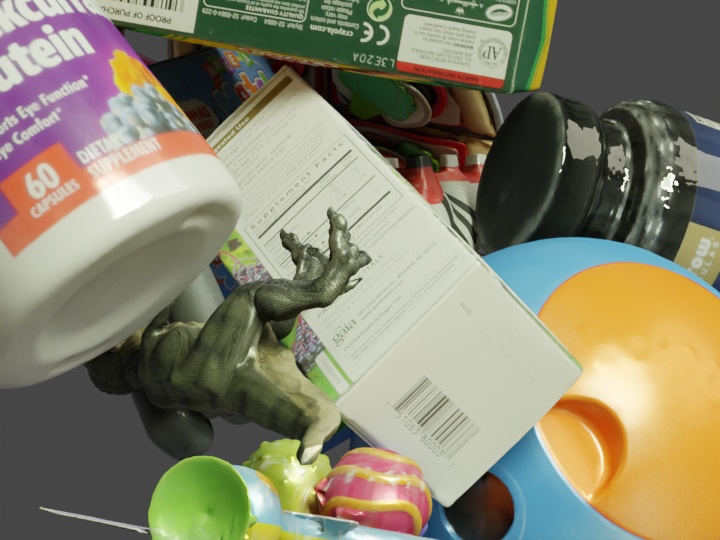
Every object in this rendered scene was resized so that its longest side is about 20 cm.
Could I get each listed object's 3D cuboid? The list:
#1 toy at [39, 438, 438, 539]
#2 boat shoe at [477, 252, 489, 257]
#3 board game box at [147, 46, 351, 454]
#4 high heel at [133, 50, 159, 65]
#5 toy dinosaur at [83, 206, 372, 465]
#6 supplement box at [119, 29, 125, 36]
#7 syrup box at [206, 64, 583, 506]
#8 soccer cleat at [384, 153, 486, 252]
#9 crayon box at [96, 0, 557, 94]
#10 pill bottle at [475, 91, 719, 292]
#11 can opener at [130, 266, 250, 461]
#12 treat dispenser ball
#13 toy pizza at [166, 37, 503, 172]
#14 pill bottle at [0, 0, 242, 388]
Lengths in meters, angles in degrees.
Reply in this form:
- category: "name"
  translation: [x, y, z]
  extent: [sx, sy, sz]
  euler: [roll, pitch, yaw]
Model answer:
- category: "toy"
  translation: [-0.012, 0.084, 0.699]
  extent: [0.115, 0.047, 0.200]
  euler: [7, -5, 23]
- category: "boat shoe"
  translation: [0.093, 0.015, 1.099]
  extent: [0.074, 0.200, 0.060]
  euler: [41, 58, -52]
- category: "board game box"
  translation: [-0.042, -0.018, 0.988]
  extent: [0.200, 0.037, 0.151]
  euler: [58, 24, 0]
- category: "high heel"
  translation: [-0.063, -0.060, 1.107]
  extent: [0.200, 0.067, 0.096]
  euler: [33, 28, -49]
- category: "toy dinosaur"
  translation: [-0.037, 0.022, 0.711]
  extent: [0.047, 0.088, 0.200]
  euler: [48, -18, -27]
- category: "supplement box"
  translation: [-0.146, -0.082, 0.858]
  extent: [0.067, 0.069, 0.200]
  euler: [45, 10, -20]
- category: "syrup box"
  translation: [0.000, 0.000, 0.819]
  extent: [0.079, 0.081, 0.200]
  euler: [44, 2, -37]
- category: "soccer cleat"
  translation: [0.030, -0.016, 1.009]
  extent: [0.200, 0.068, 0.085]
  euler: [-14, 102, -78]
- category: "crayon box"
  translation: [-0.016, -0.123, 0.910]
  extent: [0.199, 0.058, 0.173]
  euler: [11, 6, 8]
- category: "pill bottle"
  translation: [0.164, -0.021, 0.995]
  extent: [0.200, 0.112, 0.112]
  euler: [16, 24, -22]
- category: "can opener"
  translation: [-0.084, 0.003, 0.842]
  extent: [0.067, 0.053, 0.200]
  euler: [48, 11, -48]
- category: "treat dispenser ball"
  translation: [0.094, 0.086, 0.883]
  extent: [0.201, 0.201, 0.201]
  euler: [47, 10, -11]
- category: "toy pizza"
  translation: [-0.018, -0.087, 1.097]
  extent: [0.200, 0.200, 0.032]
  euler: [44, 50, -26]
- category: "pill bottle"
  translation: [-0.141, -0.068, 0.692]
  extent: [0.200, 0.111, 0.111]
  euler: [51, 10, 12]
